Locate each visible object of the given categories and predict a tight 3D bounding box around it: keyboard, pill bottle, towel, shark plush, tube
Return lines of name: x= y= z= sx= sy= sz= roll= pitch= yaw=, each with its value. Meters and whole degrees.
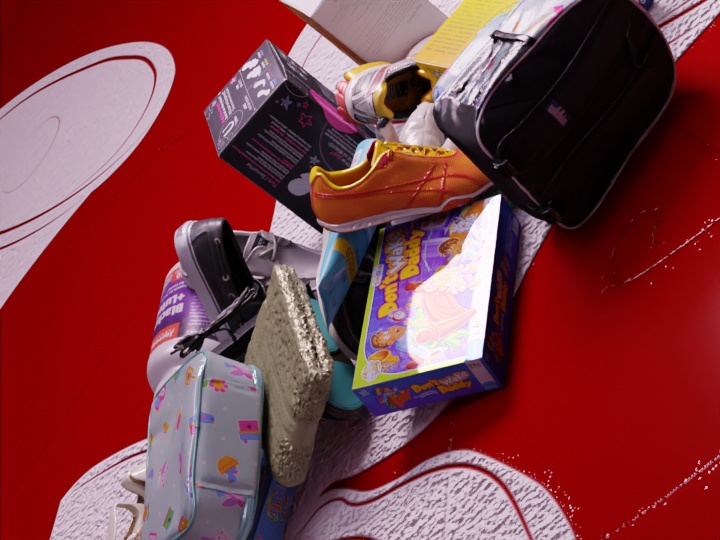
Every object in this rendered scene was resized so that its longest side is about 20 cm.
keyboard: x=-0.129 y=0.075 z=1.763 sx=0.200 sy=0.127 sz=0.021 roll=-39 pitch=52 yaw=-14
pill bottle: x=-0.176 y=0.087 z=1.888 sx=0.111 sy=0.111 sz=0.200 roll=-36 pitch=32 yaw=32
towel: x=-0.070 y=0.097 z=1.644 sx=0.200 sy=0.036 sz=0.149 roll=-114 pitch=36 yaw=-55
shark plush: x=0.065 y=-0.071 z=1.720 sx=0.083 sy=0.091 sz=0.201 roll=21 pitch=-115 yaw=-89
tube: x=-0.009 y=-0.041 z=1.701 sx=0.050 sy=0.078 sz=0.200 roll=8 pitch=56 yaw=19

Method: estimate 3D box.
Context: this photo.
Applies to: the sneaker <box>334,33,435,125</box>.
sneaker: x=0.075 y=-0.197 z=1.797 sx=0.200 sy=0.078 sz=0.082 roll=-27 pitch=23 yaw=-27

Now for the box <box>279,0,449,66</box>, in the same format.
box: x=0.026 y=-0.269 z=1.882 sx=0.098 sy=0.200 sz=0.124 roll=-53 pitch=26 yaw=2

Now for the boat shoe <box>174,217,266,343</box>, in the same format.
boat shoe: x=-0.127 y=0.031 z=1.798 sx=0.056 sy=0.200 sz=0.069 roll=-15 pitch=29 yaw=25

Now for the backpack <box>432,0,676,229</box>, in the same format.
backpack: x=0.178 y=-0.161 z=1.537 sx=0.200 sy=0.177 sz=0.151 roll=-50 pitch=33 yaw=0

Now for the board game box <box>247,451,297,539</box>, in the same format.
board game box: x=-0.143 y=0.254 z=1.720 sx=0.200 sy=0.037 sz=0.152 roll=-22 pitch=41 yaw=45

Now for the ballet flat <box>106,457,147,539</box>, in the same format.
ballet flat: x=-0.231 y=0.251 z=1.831 sx=0.071 sy=0.065 sz=0.200 roll=-44 pitch=25 yaw=43

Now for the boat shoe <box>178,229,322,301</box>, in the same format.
boat shoe: x=-0.106 y=-0.012 z=1.845 sx=0.199 sy=0.066 sz=0.072 roll=9 pitch=47 yaw=23

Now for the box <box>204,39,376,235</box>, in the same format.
box: x=-0.056 y=-0.132 z=1.854 sx=0.115 sy=0.200 sz=0.132 roll=-46 pitch=27 yaw=12

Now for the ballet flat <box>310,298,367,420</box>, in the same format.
ballet flat: x=-0.039 y=0.106 z=1.707 sx=0.073 sy=0.073 sz=0.200 roll=-46 pitch=33 yaw=14

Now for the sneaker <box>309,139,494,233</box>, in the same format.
sneaker: x=0.049 y=-0.093 z=1.632 sx=0.199 sy=0.077 sz=0.073 roll=-15 pitch=19 yaw=-7

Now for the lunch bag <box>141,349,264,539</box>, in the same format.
lunch bag: x=-0.155 y=0.186 z=1.648 sx=0.160 sy=0.077 sz=0.201 roll=132 pitch=146 yaw=-50

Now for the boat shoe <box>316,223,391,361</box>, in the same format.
boat shoe: x=0.000 y=0.000 z=1.740 sx=0.068 sy=0.072 sz=0.200 roll=-28 pitch=43 yaw=32

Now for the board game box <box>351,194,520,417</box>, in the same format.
board game box: x=0.073 y=0.032 z=1.584 sx=0.134 sy=0.045 sz=0.200 roll=-16 pitch=43 yaw=27

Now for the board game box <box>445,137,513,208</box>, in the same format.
board game box: x=0.127 y=-0.122 z=1.737 sx=0.135 sy=0.029 sz=0.200 roll=-45 pitch=28 yaw=20

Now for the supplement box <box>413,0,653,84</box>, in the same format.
supplement box: x=0.170 y=-0.235 z=1.670 sx=0.200 sy=0.109 sz=0.109 roll=-50 pitch=31 yaw=-11
